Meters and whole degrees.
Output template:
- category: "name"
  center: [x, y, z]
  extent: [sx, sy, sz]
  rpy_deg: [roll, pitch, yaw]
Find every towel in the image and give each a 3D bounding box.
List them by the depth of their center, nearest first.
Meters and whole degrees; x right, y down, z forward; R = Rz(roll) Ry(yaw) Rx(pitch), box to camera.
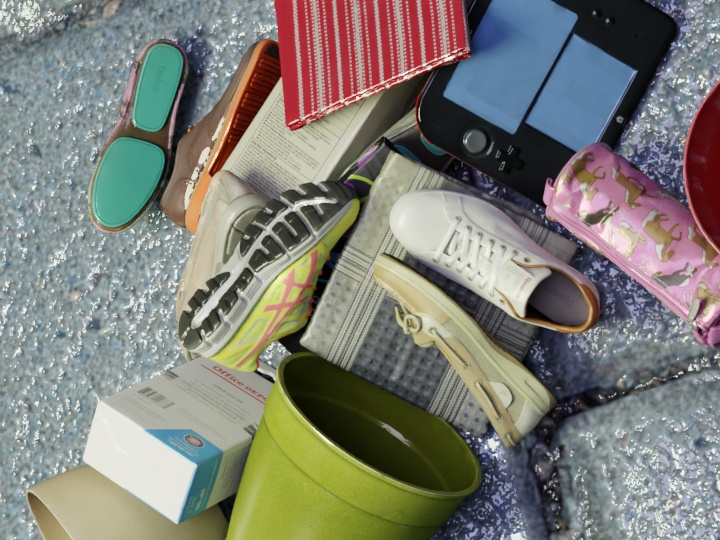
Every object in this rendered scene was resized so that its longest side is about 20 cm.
- category: "towel"
  center: [0.070, 0.019, 1.531]
  extent: [0.192, 0.035, 0.201]
  rpy_deg: [27, 98, -3]
- category: "towel"
  center: [0.008, -0.217, 1.542]
  extent: [0.199, 0.022, 0.146]
  rpy_deg: [-20, 62, 29]

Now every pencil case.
- category: "pencil case"
  center: [0.248, -0.024, 1.466]
  extent: [0.200, 0.086, 0.083]
  rpy_deg: [41, 106, 19]

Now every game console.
- category: "game console"
  center: [0.159, -0.171, 1.519]
  extent: [0.176, 0.031, 0.201]
  rpy_deg: [29, 95, -6]

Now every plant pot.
- category: "plant pot"
  center: [-0.028, 0.208, 1.510]
  extent: [0.200, 0.200, 0.194]
  rpy_deg: [38, 109, 23]
- category: "plant pot"
  center: [-0.195, 0.250, 1.581]
  extent: [0.134, 0.201, 0.201]
  rpy_deg: [-31, 67, -20]

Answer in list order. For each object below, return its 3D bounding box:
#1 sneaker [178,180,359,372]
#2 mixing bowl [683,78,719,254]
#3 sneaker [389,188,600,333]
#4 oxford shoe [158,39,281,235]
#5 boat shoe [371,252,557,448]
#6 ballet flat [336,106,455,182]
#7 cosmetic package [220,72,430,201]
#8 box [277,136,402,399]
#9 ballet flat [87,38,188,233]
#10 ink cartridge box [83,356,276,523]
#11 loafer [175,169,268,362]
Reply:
- category: "sneaker"
  center: [-0.067, 0.007, 1.523]
  extent: [0.200, 0.090, 0.078]
  rpy_deg: [-46, 37, 4]
- category: "mixing bowl"
  center: [0.372, -0.080, 1.415]
  extent: [0.199, 0.108, 0.202]
  rpy_deg: [-3, 81, 22]
- category: "sneaker"
  center: [0.117, -0.009, 1.468]
  extent: [0.199, 0.085, 0.073]
  rpy_deg: [26, 99, -2]
- category: "oxford shoe"
  center: [-0.137, -0.134, 1.663]
  extent: [0.072, 0.071, 0.201]
  rpy_deg: [26, 93, 30]
- category: "boat shoe"
  center: [0.079, 0.066, 1.485]
  extent: [0.201, 0.073, 0.063]
  rpy_deg: [43, 91, -12]
- category: "ballet flat"
  center: [0.054, -0.115, 1.585]
  extent: [0.200, 0.064, 0.067]
  rpy_deg: [-39, 109, 13]
- category: "cosmetic package"
  center: [-0.035, -0.132, 1.616]
  extent: [0.105, 0.071, 0.201]
  rpy_deg: [39, 98, 24]
- category: "box"
  center: [0.000, 0.000, 1.566]
  extent: [0.143, 0.036, 0.200]
  rpy_deg: [44, 103, -10]
- category: "ballet flat"
  center: [-0.217, -0.128, 1.696]
  extent: [0.069, 0.071, 0.201]
  rpy_deg: [17, 80, -12]
- category: "ink cartridge box"
  center: [-0.139, 0.144, 1.569]
  extent: [0.115, 0.200, 0.067]
  rpy_deg: [29, 116, 24]
- category: "loafer"
  center: [-0.132, -0.004, 1.615]
  extent: [0.063, 0.072, 0.201]
  rpy_deg: [51, 135, 33]
